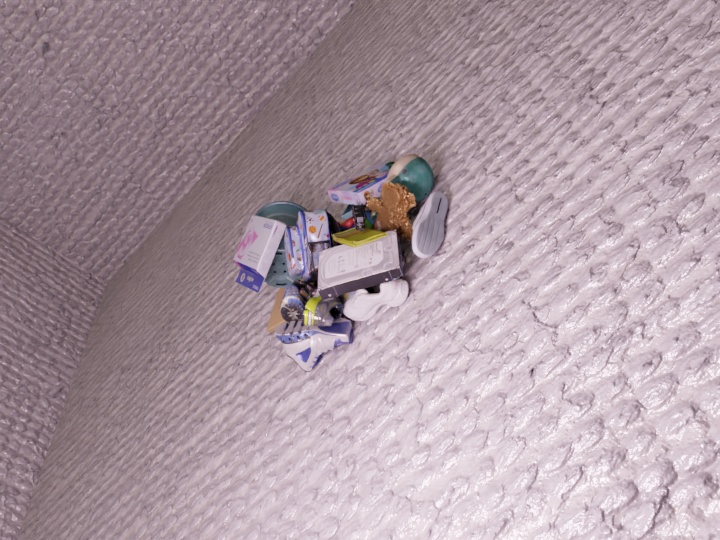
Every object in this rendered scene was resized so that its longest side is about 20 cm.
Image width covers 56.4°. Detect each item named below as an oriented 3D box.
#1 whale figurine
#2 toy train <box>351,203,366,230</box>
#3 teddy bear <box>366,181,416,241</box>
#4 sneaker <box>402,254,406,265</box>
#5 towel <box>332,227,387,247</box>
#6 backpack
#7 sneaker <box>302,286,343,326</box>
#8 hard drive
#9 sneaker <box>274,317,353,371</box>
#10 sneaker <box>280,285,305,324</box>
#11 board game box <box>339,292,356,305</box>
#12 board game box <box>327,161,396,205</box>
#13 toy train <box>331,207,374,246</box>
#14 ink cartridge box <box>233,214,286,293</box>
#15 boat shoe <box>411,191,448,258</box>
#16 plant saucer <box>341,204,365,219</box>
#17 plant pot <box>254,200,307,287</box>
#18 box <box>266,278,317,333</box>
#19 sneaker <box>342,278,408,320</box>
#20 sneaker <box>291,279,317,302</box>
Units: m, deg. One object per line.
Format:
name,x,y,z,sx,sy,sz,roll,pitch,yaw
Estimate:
whale figurine,0.110,-0.195,1.716,0.103,0.159,0.201,38,97,22
toy train,-0.003,-0.133,1.676,0.033,0.047,0.200,-5,14,-1
teddy bear,0.076,-0.124,1.648,0.144,0.066,0.204,22,120,38
sneaker,0.025,-0.011,1.638,0.197,0.078,0.082,2,21,31
towel,-0.005,-0.084,1.593,0.085,0.018,0.200,-22,13,-12
backpack,-0.131,-0.068,1.806,0.200,0.151,0.194,154,117,-74
sneaker,-0.076,0.083,1.652,0.201,0.080,0.075,-60,-17,-56
hard drive,-0.002,-0.015,1.547,0.197,0.038,0.141,-15,40,12
sneaker,-0.106,0.184,1.655,0.196,0.117,0.081,-4,27,17
sneaker,-0.160,0.112,1.728,0.076,0.202,0.086,-4,51,-2
board game box,0.000,0.000,1.744,0.134,0.034,0.202,-37,32,30
board game box,0.034,-0.245,1.868,0.198,0.042,0.199,-30,20,-22
toy train,-0.033,-0.128,1.901,0.199,0.085,0.116,-12,38,52
ink cartridge box,-0.296,-0.052,1.889,0.195,0.043,0.203,15,81,59
boat shoe,0.159,-0.097,1.587,0.067,0.073,0.202,-42,17,50
plant saucer,-0.003,-0.190,1.872,0.069,0.019,0.201,-26,17,21
plant pot,-0.236,-0.068,2.013,0.199,0.199,0.198,-36,32,29
box,-0.191,0.081,1.964,0.199,0.021,0.165,-31,35,39
sneaker,0.016,0.054,1.582,0.199,0.099,0.079,-29,45,39
sneaker,-0.125,0.084,1.769,0.199,0.086,0.081,26,82,50
